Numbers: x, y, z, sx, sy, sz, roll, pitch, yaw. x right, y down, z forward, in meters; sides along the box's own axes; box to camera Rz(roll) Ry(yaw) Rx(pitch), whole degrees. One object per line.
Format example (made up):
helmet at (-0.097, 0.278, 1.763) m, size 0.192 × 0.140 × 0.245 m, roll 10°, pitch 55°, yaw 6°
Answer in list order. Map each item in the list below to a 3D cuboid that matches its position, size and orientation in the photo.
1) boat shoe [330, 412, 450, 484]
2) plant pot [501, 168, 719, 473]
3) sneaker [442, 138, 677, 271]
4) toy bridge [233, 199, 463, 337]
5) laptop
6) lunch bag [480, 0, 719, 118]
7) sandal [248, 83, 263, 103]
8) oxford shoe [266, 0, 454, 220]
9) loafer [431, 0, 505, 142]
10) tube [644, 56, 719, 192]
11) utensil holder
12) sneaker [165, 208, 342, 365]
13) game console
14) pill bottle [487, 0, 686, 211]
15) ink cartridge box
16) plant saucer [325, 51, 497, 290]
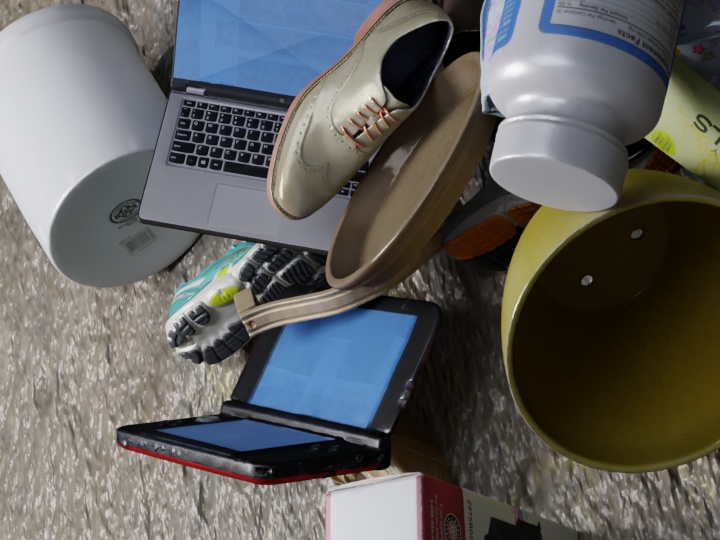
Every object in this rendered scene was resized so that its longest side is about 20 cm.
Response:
boat shoe at (0.001, 0.133, 1.447) m, size 0.069 × 0.073 × 0.200 m, roll -56°, pitch 38°, yaw 14°
plant pot at (0.178, 0.012, 1.269) m, size 0.200 × 0.199 × 0.142 m, roll -50°, pitch 24°, yaw 16°
sneaker at (0.143, -0.077, 1.403) m, size 0.199 × 0.076 × 0.093 m, roll -31°, pitch 48°, yaw 21°
toy bridge at (0.000, 0.000, 1.450) m, size 0.198 × 0.027 × 0.067 m, roll -25°, pitch 26°, yaw 2°
laptop at (-0.068, -0.135, 1.494) m, size 0.185 × 0.116 × 0.202 m, roll 9°, pitch 61°, yaw 4°
lunch bag at (0.182, -0.185, 1.310) m, size 0.198 × 0.127 × 0.171 m, roll -4°, pitch 58°, yaw 13°
sandal at (-0.066, -0.142, 1.589) m, size 0.198 × 0.087 × 0.080 m, roll -13°, pitch 66°, yaw 29°
oxford shoe at (-0.002, -0.123, 1.439) m, size 0.201 × 0.070 × 0.074 m, roll -58°, pitch 25°, yaw 2°
loafer at (0.097, -0.180, 1.473) m, size 0.073 × 0.071 × 0.201 m, roll -39°, pitch 53°, yaw 25°
tube at (0.252, -0.065, 1.231) m, size 0.199 × 0.052 × 0.058 m, roll 39°, pitch 103°, yaw 5°
utensil holder at (-0.239, -0.110, 1.683) m, size 0.170 × 0.169 × 0.201 m, roll -48°, pitch 50°, yaw 17°
sneaker at (-0.084, -0.003, 1.569) m, size 0.199 × 0.078 × 0.080 m, roll -30°, pitch 36°, yaw 21°
game console at (-0.063, 0.079, 1.405) m, size 0.199 × 0.171 × 0.120 m, roll 6°, pitch 97°, yaw 51°
pill bottle at (0.140, -0.144, 1.170) m, size 0.112 × 0.112 × 0.202 m, roll 1°, pitch 69°, yaw 42°
ink cartridge box at (0.067, 0.228, 1.260) m, size 0.082 × 0.199 × 0.147 m, roll -16°, pitch 65°, yaw 34°
plant saucer at (0.041, -0.068, 1.379) m, size 0.201 × 0.029 × 0.200 m, roll -54°, pitch 14°, yaw 20°
